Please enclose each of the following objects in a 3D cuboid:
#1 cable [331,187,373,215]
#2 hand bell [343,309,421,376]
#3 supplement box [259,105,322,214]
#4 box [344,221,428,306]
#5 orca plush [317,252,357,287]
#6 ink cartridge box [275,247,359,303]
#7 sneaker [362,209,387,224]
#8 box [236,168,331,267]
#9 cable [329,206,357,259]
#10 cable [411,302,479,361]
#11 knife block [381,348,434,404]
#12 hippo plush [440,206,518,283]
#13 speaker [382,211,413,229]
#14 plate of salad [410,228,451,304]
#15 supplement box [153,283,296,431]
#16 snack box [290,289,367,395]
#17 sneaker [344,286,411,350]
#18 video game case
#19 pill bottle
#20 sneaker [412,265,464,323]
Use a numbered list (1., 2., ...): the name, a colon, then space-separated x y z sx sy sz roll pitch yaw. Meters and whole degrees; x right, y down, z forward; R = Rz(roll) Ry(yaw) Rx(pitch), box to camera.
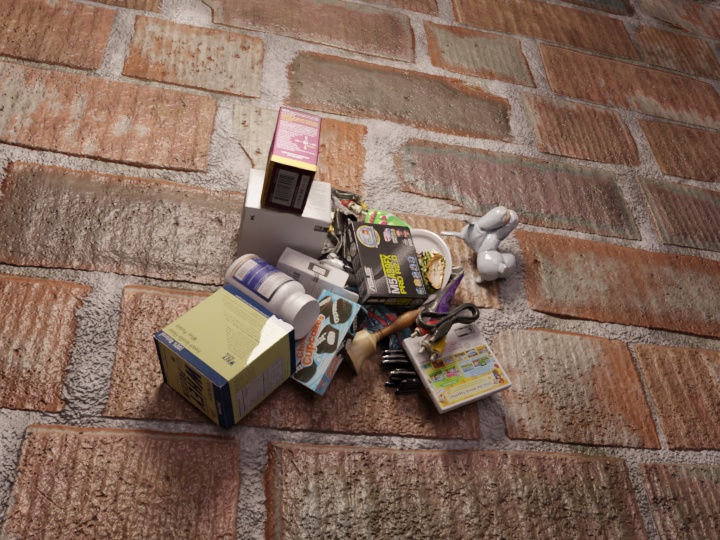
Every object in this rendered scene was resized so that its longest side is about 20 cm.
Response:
1. cable: -0.058 -0.186 1.735 0.199 0.051 0.096 22 9 43
2. hand bell: 0.048 0.139 1.491 0.199 0.104 0.105 -30 65 -13
3. supplement box: -0.152 -0.244 1.484 0.102 0.132 0.202 12 47 -11
4. box: 0.059 -0.015 1.548 0.158 0.044 0.202 4 56 -27
5. orca plush: 0.000 0.000 1.582 0.198 0.106 0.072 22 66 13
6. ink cartridge box: -0.103 0.045 1.539 0.198 0.117 0.067 23 32 -1
7. sneaker: 0.018 -0.050 1.668 0.076 0.084 0.202 21 79 -9
8. box: -0.183 -0.109 1.583 0.196 0.201 0.132 9 49 -12
9. cable: -0.052 -0.078 1.712 0.096 0.050 0.202 12 61 -32
10. cable: 0.187 0.118 1.511 0.097 0.050 0.199 51 46 7
11. knife block: 0.144 0.211 1.533 0.175 0.064 0.200 40 51 12
12. hippo plush: 0.349 -0.062 1.754 0.198 0.159 0.163 1 62 -42
13. speaker: 0.116 -0.063 1.724 0.200 0.089 0.088 41 52 14
14. plate of salad: 0.123 -0.010 1.631 0.198 0.048 0.203 -8 70 22
15. supplement box: -0.267 0.169 1.349 0.199 0.135 0.199 29 47 27
16. snack box: -0.080 0.150 1.430 0.115 0.037 0.202 21 77 39
17. sneaker: 0.021 0.116 1.557 0.199 0.080 0.096 35 53 11
18. video game case: 0.216 0.210 1.503 0.198 0.023 0.183 -12 58 -28
19. pill bottle: -0.189 0.057 1.438 0.199 0.117 0.115 31 48 27
20. sneaker: 0.195 0.070 1.653 0.080 0.084 0.201 9 52 45
